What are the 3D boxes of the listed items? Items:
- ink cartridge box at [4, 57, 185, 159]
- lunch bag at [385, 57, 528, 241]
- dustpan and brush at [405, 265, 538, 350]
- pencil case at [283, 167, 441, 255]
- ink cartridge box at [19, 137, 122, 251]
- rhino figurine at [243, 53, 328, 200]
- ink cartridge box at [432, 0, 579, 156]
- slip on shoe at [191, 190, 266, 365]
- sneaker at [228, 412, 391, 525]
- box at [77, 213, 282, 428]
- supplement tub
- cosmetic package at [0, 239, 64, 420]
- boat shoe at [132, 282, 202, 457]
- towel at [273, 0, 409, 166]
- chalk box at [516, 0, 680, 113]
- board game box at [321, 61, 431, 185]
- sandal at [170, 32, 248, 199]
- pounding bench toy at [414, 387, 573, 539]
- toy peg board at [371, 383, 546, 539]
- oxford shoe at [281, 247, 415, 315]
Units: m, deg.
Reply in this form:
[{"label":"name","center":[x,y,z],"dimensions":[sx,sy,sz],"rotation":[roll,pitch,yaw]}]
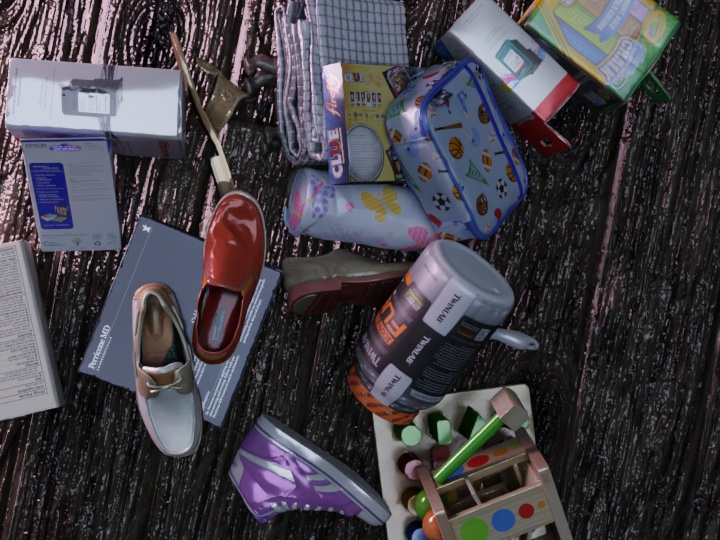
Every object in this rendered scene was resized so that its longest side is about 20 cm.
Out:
[{"label":"ink cartridge box","center":[-0.302,-0.187,1.672],"dimensions":[0.198,0.145,0.084],"rotation":[3,85,-5]},{"label":"lunch bag","center":[0.117,-0.145,1.670],"dimensions":[0.160,0.075,0.201],"rotation":[-44,118,-41]},{"label":"dustpan and brush","center":[0.129,0.071,1.752],"dimensions":[0.198,0.057,0.140],"rotation":[20,114,-7]},{"label":"pencil case","center":[0.011,-0.067,1.712],"dimensions":[0.198,0.091,0.084],"rotation":[10,70,-19]},{"label":"ink cartridge box","center":[-0.331,-0.097,1.653],"dimensions":[0.098,0.201,0.039],"rotation":[0,53,-5]},{"label":"rhino figurine","center":[-0.079,-0.168,1.735],"dimensions":[0.087,0.060,0.202],"rotation":[-16,94,-16]},{"label":"ink cartridge box","center":[0.188,-0.233,1.731],"dimensions":[0.200,0.116,0.067],"rotation":[43,84,-4]},{"label":"slip on shoe","center":[-0.150,0.008,1.624],"dimensions":[0.073,0.061,0.202],"rotation":[12,86,-4]},{"label":"sneaker","center":[-0.066,0.273,1.732],"dimensions":[0.200,0.073,0.115],"rotation":[33,90,7]},{"label":"box","center":[-0.212,0.058,1.699],"dimensions":[0.181,0.104,0.201],"rotation":[23,87,-6]},{"label":"supplement tub","center":[0.076,0.074,1.654],"dimensions":[0.122,0.123,0.201],"rotation":[34,110,-4]},{"label":"cosmetic package","center":[-0.420,0.072,1.689],"dimensions":[0.102,0.087,0.202],"rotation":[-11,90,-6]},{"label":"boat shoe","center":[-0.223,0.115,1.611],"dimensions":[0.074,0.068,0.202],"rotation":[-13,91,-5]},{"label":"towel","center":[-0.024,-0.225,1.693],"dimensions":[0.165,0.085,0.202],"rotation":[-5,90,-47]},{"label":"chalk box","center":[0.299,-0.277,1.739],"dimensions":[0.199,0.124,0.124],"rotation":[36,87,-5]},{"label":"board game box","center":[0.040,-0.169,1.669],"dimensions":[0.199,0.034,0.137],"rotation":[-4,90,-46]},{"label":"sandal","center":[-0.165,-0.191,1.723],"dimensions":[0.069,0.078,0.213],"rotation":[-18,99,-8]},{"label":"pounding bench toy","center":[0.136,0.249,1.632],"dimensions":[0.155,0.124,0.201],"rotation":[-20,106,-1]},{"label":"toy peg board","center":[0.125,0.251,1.732],"dimensions":[0.198,0.098,0.201],"rotation":[-7,90,-5]},{"label":"oxford shoe","center":[0.000,0.000,1.730],"dimensions":[0.198,0.071,0.075],"rotation":[-5,58,-25]}]
